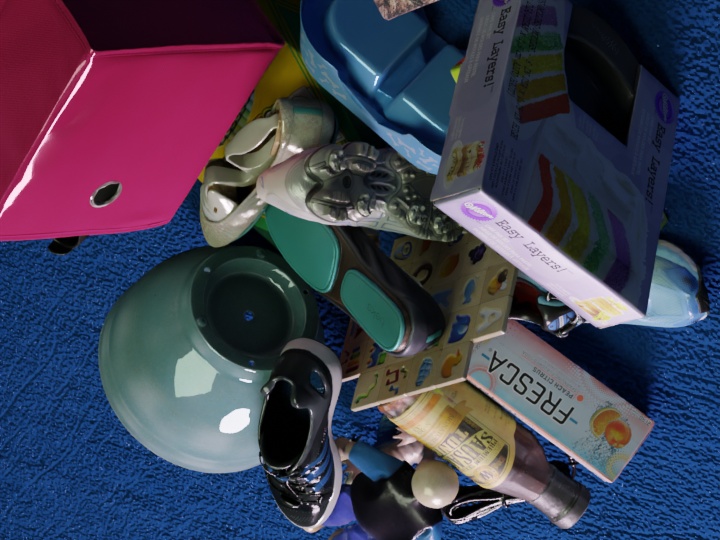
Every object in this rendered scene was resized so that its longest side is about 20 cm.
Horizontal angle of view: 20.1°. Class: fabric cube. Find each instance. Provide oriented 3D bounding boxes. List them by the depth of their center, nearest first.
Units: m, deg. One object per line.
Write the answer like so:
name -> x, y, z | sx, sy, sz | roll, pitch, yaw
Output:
fabric cube -> -0.217, -0.165, 1.559 | 0.200, 0.196, 0.199 | 55, 127, 24

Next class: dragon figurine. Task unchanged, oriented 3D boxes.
dragon figurine -> 0.042, 0.154, 1.834 | 0.200, 0.099, 0.059 | -33, 100, 21

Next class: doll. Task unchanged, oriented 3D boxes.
doll -> 0.017, 0.200, 1.744 | 0.137, 0.048, 0.200 | 59, 144, -2

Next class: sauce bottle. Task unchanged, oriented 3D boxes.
sauce bottle -> 0.105, 0.143, 1.688 | 0.200, 0.066, 0.066 | 35, 140, -13

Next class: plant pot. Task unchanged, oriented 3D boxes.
plant pot -> -0.113, 0.059, 1.766 | 0.200, 0.200, 0.134 | 44, 145, 1

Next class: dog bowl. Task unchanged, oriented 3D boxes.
dog bowl -> 0.036, -0.152, 1.563 | 0.200, 0.112, 0.050 | 41, 152, 3

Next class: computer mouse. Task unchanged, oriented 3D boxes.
computer mouse -> 0.110, 0.116, 1.737 | 0.140, 0.046, 0.201 | -12, 98, 11

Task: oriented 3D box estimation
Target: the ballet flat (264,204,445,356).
ballet flat -> 0.000, 0.000, 1.649 | 0.200, 0.073, 0.073 | 45, 144, 36

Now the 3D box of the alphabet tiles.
alphabet tiles -> 0.056, 0.029, 1.657 | 0.006, 0.167, 0.200 | 34, 146, -30

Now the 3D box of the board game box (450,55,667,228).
board game box -> 0.151, -0.091, 1.520 | 0.048, 0.102, 0.200 | -9, 116, 43

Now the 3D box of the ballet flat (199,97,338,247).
ballet flat -> -0.093, -0.085, 1.654 | 0.200, 0.062, 0.068 | -42, 50, 43

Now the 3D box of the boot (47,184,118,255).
boot -> -0.217, -0.116, 1.765 | 0.077, 0.138, 0.200 | 23, 133, 23

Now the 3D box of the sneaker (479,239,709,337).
sneaker -> 0.180, 0.025, 1.600 | 0.200, 0.090, 0.079 | 3, 124, 37

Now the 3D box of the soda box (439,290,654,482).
soda box -> 0.142, 0.092, 1.678 | 0.200, 0.064, 0.068 | 37, 177, 4

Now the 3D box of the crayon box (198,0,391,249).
crayon box -> -0.064, -0.122, 1.698 | 0.172, 0.058, 0.200 | 40, 138, 5

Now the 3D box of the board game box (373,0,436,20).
board game box -> 0.073, -0.289, 1.427 | 0.200, 0.097, 0.160 | -16, 112, 45

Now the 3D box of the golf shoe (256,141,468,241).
golf shoe -> 0.006, -0.066, 1.613 | 0.097, 0.200, 0.079 | 0, 83, 44

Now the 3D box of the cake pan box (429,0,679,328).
cake pan box -> 0.142, -0.087, 1.426 | 0.052, 0.200, 0.184 | -15, 138, 41

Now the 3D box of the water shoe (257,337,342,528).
water shoe -> -0.061, 0.147, 1.691 | 0.071, 0.079, 0.200 | 18, 130, 22
